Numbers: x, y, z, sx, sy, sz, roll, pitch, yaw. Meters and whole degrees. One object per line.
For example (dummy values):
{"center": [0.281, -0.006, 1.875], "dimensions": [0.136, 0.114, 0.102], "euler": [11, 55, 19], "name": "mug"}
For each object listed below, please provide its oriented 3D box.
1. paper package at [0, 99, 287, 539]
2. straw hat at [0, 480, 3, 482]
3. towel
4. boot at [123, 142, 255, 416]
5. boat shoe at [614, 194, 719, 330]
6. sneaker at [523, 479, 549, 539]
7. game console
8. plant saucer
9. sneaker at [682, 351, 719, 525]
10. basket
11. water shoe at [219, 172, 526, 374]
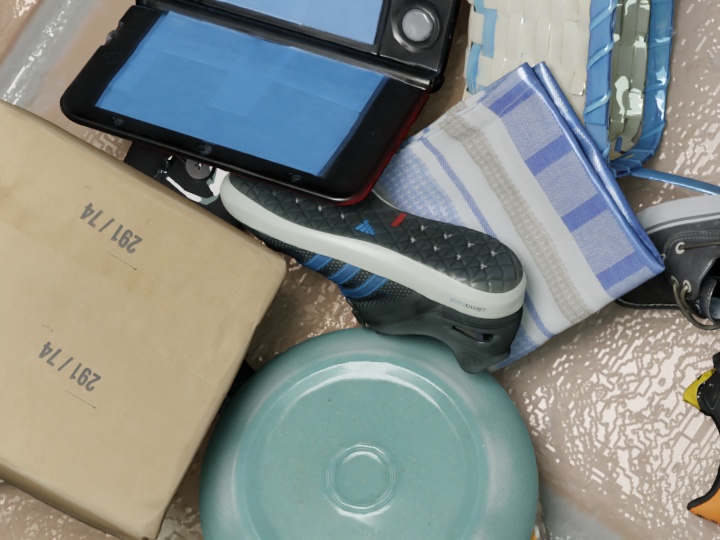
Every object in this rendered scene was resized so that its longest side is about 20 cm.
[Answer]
{"center": [-0.167, 0.030, 1.439], "dimensions": [0.200, 0.103, 0.191], "euler": [28, 80, -7], "name": "paper package"}
{"center": [-0.255, 0.028, 1.524], "dimensions": [0.201, 0.085, 0.202], "euler": [-4, 82, 29], "name": "straw hat"}
{"center": [0.070, -0.020, 1.474], "dimensions": [0.200, 0.024, 0.147], "euler": [-32, 89, 42], "name": "towel"}
{"center": [-0.080, -0.025, 1.546], "dimensions": [0.165, 0.066, 0.200], "euler": [32, 86, 9], "name": "boot"}
{"center": [0.212, 0.001, 1.442], "dimensions": [0.200, 0.070, 0.066], "euler": [-12, 47, 41], "name": "boat shoe"}
{"center": [0.080, 0.204, 1.489], "dimensions": [0.077, 0.078, 0.201], "euler": [-13, 72, 8], "name": "sneaker"}
{"center": [-0.054, -0.154, 1.478], "dimensions": [0.199, 0.119, 0.173], "euler": [18, 109, 16], "name": "game console"}
{"center": [0.002, 0.123, 1.461], "dimensions": [0.199, 0.036, 0.201], "euler": [-2, 71, 6], "name": "plant saucer"}
{"center": [0.234, 0.055, 1.478], "dimensions": [0.090, 0.070, 0.201], "euler": [4, 86, 9], "name": "sneaker"}
{"center": [0.164, -0.137, 1.462], "dimensions": [0.199, 0.139, 0.177], "euler": [13, 109, 24], "name": "basket"}
{"center": [0.000, 0.000, 1.471], "dimensions": [0.200, 0.071, 0.079], "euler": [24, 129, 24], "name": "water shoe"}
